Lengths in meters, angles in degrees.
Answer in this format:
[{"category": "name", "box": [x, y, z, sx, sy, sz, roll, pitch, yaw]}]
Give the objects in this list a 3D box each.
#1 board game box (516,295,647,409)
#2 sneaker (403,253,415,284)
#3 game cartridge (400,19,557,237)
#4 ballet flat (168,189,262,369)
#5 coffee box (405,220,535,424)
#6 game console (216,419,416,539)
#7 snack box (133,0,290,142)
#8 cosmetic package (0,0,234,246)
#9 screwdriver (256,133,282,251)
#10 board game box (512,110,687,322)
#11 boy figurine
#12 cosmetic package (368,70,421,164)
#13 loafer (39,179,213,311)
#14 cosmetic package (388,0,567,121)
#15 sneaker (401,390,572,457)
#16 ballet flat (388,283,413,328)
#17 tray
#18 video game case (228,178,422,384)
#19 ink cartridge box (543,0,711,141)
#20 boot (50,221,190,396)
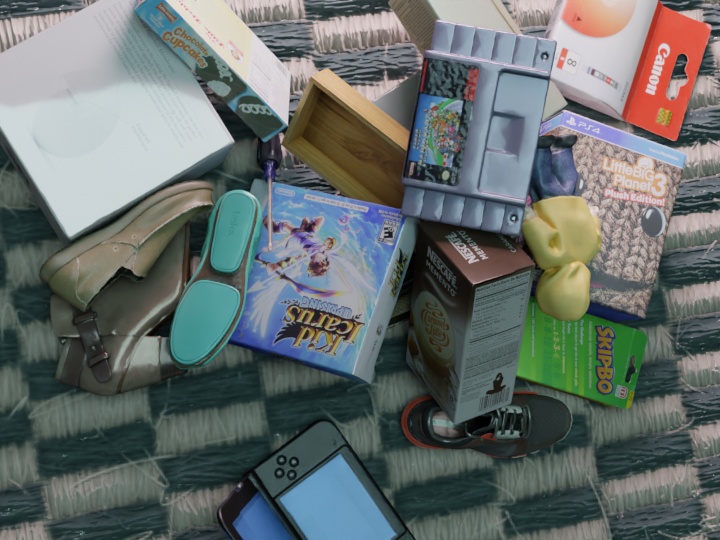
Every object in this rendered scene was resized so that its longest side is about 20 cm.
[{"category": "board game box", "box": [0.232, 0.091, 1.523, 0.200, 0.030, 0.096, 17, 82, -8]}, {"category": "sneaker", "box": [0.000, 0.000, 1.445, 0.200, 0.086, 0.080, -32, 91, -14]}, {"category": "game cartridge", "box": [0.116, -0.143, 1.317, 0.129, 0.038, 0.200, 10, 97, -1]}, {"category": "ballet flat", "box": [-0.145, 0.015, 1.373, 0.067, 0.070, 0.200, 15, 76, 7]}, {"category": "coffee box", "box": [0.113, 0.047, 1.393, 0.080, 0.114, 0.200, -17, 133, -23]}, {"category": "game console", "box": [-0.038, 0.284, 1.394, 0.171, 0.118, 0.200, -36, 94, -14]}, {"category": "snack box", "box": [-0.152, -0.240, 1.387, 0.037, 0.116, 0.200, -33, 121, 22]}, {"category": "cosmetic package", "box": [-0.273, -0.158, 1.377, 0.200, 0.123, 0.200, -32, 91, -13]}, {"category": "screwdriver", "box": [-0.100, -0.086, 1.404, 0.028, 0.029, 0.200, 39, 34, -33]}, {"category": "board game box", "box": [0.263, -0.058, 1.508, 0.159, 0.097, 0.200, 17, 81, -11]}, {"category": "boy figurine", "box": [0.216, -0.046, 1.412, 0.124, 0.064, 0.200, -9, 91, -41]}, {"category": "cosmetic package", "box": [0.095, -0.192, 1.477, 0.200, 0.107, 0.090, -36, 93, -12]}, {"category": "loafer", "box": [-0.232, -0.025, 1.352, 0.200, 0.076, 0.067, -32, 89, -12]}, {"category": "cosmetic package", "box": [0.121, -0.230, 1.380, 0.073, 0.104, 0.200, -36, 95, -12]}, {"category": "sneaker", "box": [0.150, 0.175, 1.466, 0.200, 0.082, 0.077, -2, 85, -13]}, {"category": "ballet flat", "box": [0.032, 0.055, 1.461, 0.200, 0.067, 0.046, -31, 84, -20]}, {"category": "tray", "box": [0.014, -0.118, 1.407, 0.200, 0.099, 0.037, 40, 41, 14]}, {"category": "video game case", "box": [-0.054, 0.008, 1.395, 0.200, 0.045, 0.182, 13, 80, 29]}, {"category": "ink cartridge box", "box": [0.320, -0.264, 1.566, 0.200, 0.050, 0.162, 21, 81, -7]}, {"category": "boot", "box": [-0.255, 0.033, 1.396, 0.146, 0.070, 0.200, 1, 74, -3]}]
